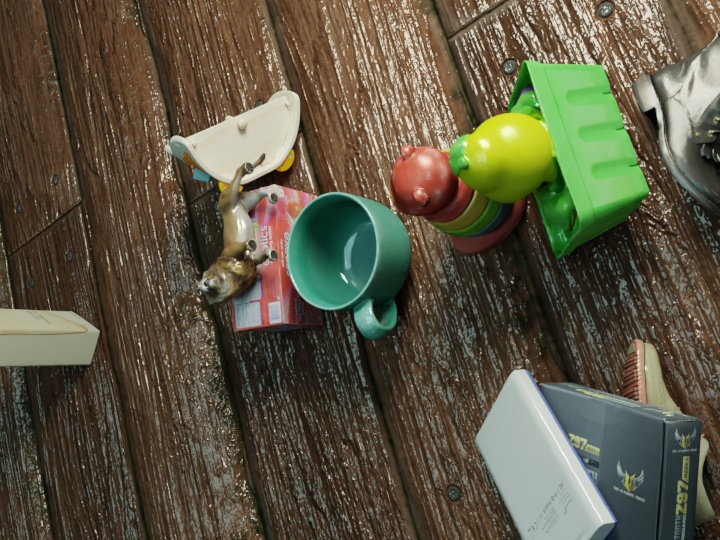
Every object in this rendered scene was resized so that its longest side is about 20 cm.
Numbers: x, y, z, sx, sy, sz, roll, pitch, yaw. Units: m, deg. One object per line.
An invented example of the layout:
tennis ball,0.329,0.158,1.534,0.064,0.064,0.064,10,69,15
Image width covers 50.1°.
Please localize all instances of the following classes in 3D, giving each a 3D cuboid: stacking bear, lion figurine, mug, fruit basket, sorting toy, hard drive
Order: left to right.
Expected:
sorting toy,-0.211,-0.197,1.183,0.180,0.199,0.107,20,132,47
lion figurine,-0.172,-0.056,1.076,0.122,0.072,0.201,-19,60,46
mug,-0.008,-0.005,1.037,0.151,0.114,0.186,4,89,34
stacking bear,0.106,-0.094,0.912,0.113,0.199,0.122,-18,76,33
fruit basket,0.192,-0.120,0.857,0.214,0.156,0.217,-1,75,2
hard drive,0.198,0.230,0.857,0.201,0.025,0.132,-114,33,-45

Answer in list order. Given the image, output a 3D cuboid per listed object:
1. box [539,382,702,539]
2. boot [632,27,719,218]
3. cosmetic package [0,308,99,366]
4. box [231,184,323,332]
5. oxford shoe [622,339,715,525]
box,0.260,0.212,0.809,0.200,0.051,0.159,-172,86,-67
boot,0.394,-0.176,0.802,0.174,0.069,0.201,-29,68,30
cosmetic package,-0.584,0.120,1.373,0.103,0.200,0.074,24,100,32
box,-0.127,-0.013,1.132,0.102,0.094,0.201,-11,79,33
oxford shoe,0.330,0.173,0.830,0.073,0.071,0.201,-6,78,5
